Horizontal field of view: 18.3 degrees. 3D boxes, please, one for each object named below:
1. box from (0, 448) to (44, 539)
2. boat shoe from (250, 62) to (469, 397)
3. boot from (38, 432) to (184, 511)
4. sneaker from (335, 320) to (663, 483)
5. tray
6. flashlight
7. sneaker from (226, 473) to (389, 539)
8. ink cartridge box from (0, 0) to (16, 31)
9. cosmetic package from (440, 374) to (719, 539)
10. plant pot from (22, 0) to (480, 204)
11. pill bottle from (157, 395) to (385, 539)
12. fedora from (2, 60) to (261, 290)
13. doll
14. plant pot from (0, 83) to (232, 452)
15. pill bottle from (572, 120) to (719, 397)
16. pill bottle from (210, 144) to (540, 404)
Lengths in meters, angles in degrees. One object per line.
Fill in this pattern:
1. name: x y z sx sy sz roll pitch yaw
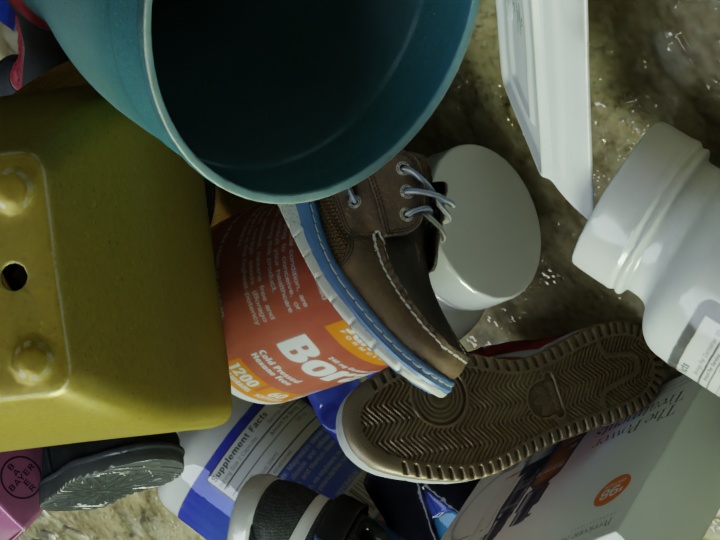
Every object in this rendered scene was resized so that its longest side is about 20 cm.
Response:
1. box: -0.256 0.058 1.502 0.200 0.176 0.097 45 146 -5
2. boat shoe: 0.005 -0.029 1.110 0.201 0.072 0.072 57 -168 28
3. boot: -0.167 0.038 1.395 0.165 0.065 0.202 -25 66 56
4. sneaker: 0.057 0.077 1.214 0.112 0.199 0.072 -22 80 59
5. tray: 0.080 -0.121 1.030 0.201 0.022 0.108 81 174 -51
6. flashlight: -0.193 -0.145 1.317 0.067 0.068 0.200 9 150 -7
7. sneaker: -0.028 0.230 1.368 0.111 0.073 0.202 14 117 22
8. ink cartridge box: -0.289 -0.220 1.347 0.199 0.039 0.100 36 145 8
9. cosmetic package: 0.114 0.142 1.222 0.052 0.151 0.200 47 135 -11
10. plant pot: -0.074 -0.156 1.082 0.187 0.200 0.201 27 147 45
11. pill bottle: -0.061 0.135 1.453 0.199 0.112 0.112 36 146 8
12. fedora: -0.156 -0.045 1.316 0.201 0.200 0.082 63 173 -29
13. doll: 0.034 0.125 1.360 0.136 0.048 0.201 -33 97 15
14. plant pot: -0.186 0.002 1.143 0.192 0.200 0.197 -7 91 6
15. pill bottle: 0.203 0.016 1.056 0.199 0.111 0.111 34 146 11
16. pill bottle: 0.000 0.000 1.230 0.199 0.112 0.112 -21 113 45
